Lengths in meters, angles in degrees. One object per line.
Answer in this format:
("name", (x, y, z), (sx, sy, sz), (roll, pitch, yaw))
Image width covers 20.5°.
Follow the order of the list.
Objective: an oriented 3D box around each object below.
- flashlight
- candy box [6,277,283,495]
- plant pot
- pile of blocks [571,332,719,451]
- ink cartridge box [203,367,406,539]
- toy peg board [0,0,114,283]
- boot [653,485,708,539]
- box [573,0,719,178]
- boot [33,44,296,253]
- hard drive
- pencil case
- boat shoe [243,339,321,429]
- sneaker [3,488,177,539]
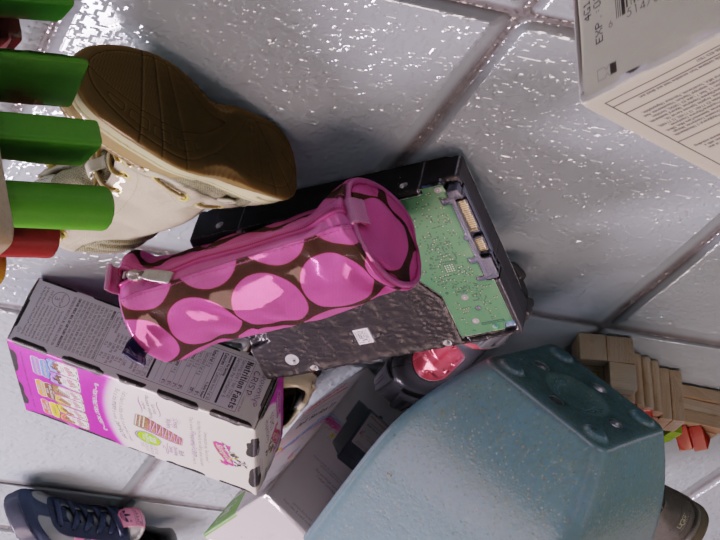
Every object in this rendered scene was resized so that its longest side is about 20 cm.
("flashlight", (0.064, 0.054, 1.513), (0.068, 0.068, 0.200), (44, 149, 2))
("candy box", (-0.160, 0.089, 1.516), (0.200, 0.061, 0.136), (20, 154, 7))
("plant pot", (0.118, 0.170, 1.509), (0.196, 0.196, 0.200), (-8, 132, -57))
("pile of blocks", (0.226, 0.114, 1.635), (0.082, 0.062, 0.200), (-21, 146, 34))
("ink cartridge box", (-0.029, 0.157, 1.640), (0.067, 0.200, 0.117), (45, 140, -6))
("toy peg board", (-0.230, -0.070, 1.137), (0.098, 0.200, 0.199), (2, 157, -38))
("boot", (0.188, 0.164, 1.695), (0.182, 0.073, 0.200), (10, 163, 46))
("box", (0.230, -0.126, 1.106), (0.200, 0.109, 0.128), (22, 145, -38))
("boot", (-0.156, -0.068, 1.256), (0.155, 0.072, 0.200), (-18, 156, 31))
("hard drive", (0.000, 0.000, 1.381), (0.200, 0.038, 0.140), (-12, 127, 22))
("pencil case", (-0.065, -0.001, 1.310), (0.200, 0.091, 0.094), (-19, 138, 22))
("boat shoe", (-0.074, 0.099, 1.602), (0.071, 0.063, 0.200), (6, 154, -16))
("sneaker", (-0.254, 0.240, 1.894), (0.082, 0.070, 0.200), (-30, 147, 18))
